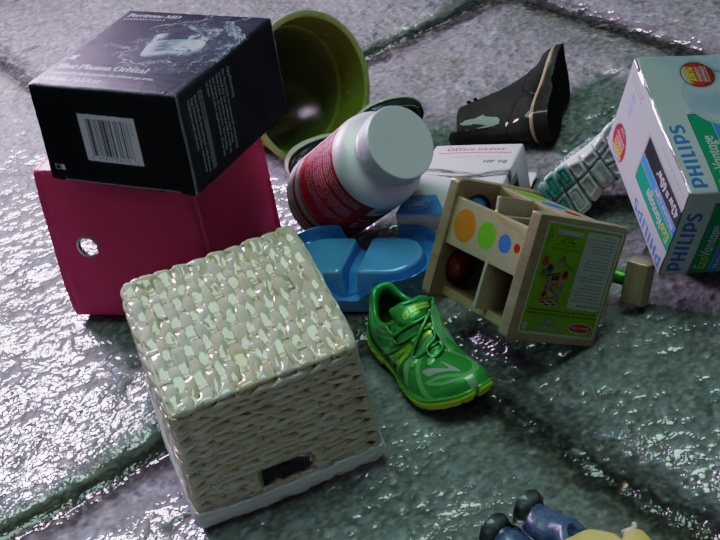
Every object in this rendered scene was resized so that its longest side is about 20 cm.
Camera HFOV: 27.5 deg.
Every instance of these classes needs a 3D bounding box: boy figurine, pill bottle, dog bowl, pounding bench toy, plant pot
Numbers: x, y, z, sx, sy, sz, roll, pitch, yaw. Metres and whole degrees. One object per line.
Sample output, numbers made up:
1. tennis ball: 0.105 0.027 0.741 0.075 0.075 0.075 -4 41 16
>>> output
1. boy figurine: 0.187 0.242 1.159 0.124 0.065 0.199 -30 36 -28
2. pill bottle: 0.001 -0.112 1.680 0.112 0.113 0.200 -33 1 -31
3. dog bowl: 0.000 0.000 1.640 0.197 0.050 0.112 -1 35 21
4. pounding bench toy: 0.187 -0.009 1.509 0.198 0.126 0.155 7 14 -38
5. plant pot: -0.121 -0.242 1.982 0.199 0.202 0.189 -33 23 -31

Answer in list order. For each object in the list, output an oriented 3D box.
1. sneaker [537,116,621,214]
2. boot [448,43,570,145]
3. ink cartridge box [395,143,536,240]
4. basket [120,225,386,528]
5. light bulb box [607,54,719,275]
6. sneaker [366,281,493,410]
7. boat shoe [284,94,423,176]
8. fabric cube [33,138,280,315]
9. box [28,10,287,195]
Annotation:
1. sneaker: 0.291 -0.139 1.690 0.199 0.078 0.091 -31 11 22
2. boot: 0.198 -0.232 1.930 0.136 0.078 0.201 -5 30 22
3. ink cartridge box: 0.128 -0.091 1.725 0.114 0.067 0.201 0 33 23
4. basket: -0.104 0.093 1.382 0.196 0.162 0.201 -20 44 -10
5. light bulb box: 0.383 -0.112 1.507 0.197 0.126 0.200 -4 50 -11
6. sneaker: 0.058 0.074 1.465 0.073 0.085 0.200 -25 33 -21
7. boat shoe: 0.002 -0.160 1.882 0.197 0.075 0.066 -22 34 -14
8. fabric cube: -0.230 -0.076 1.713 0.196 0.199 0.201 1 32 19
9. box: -0.214 -0.186 1.583 0.194 0.119 0.200 8 35 27
